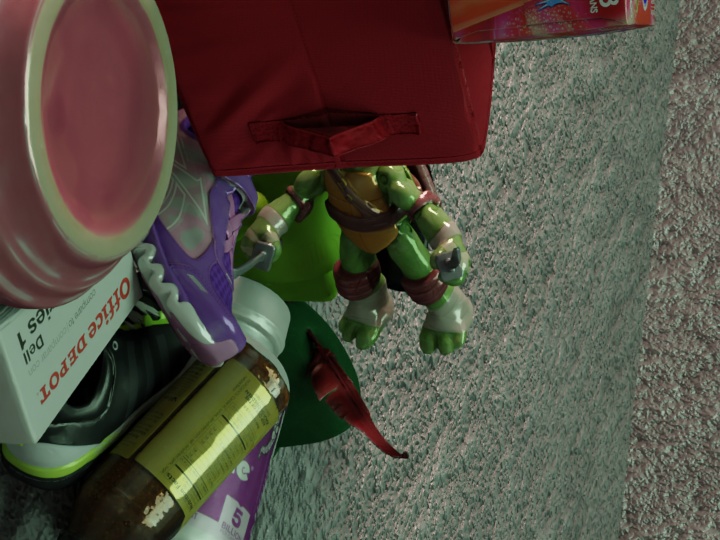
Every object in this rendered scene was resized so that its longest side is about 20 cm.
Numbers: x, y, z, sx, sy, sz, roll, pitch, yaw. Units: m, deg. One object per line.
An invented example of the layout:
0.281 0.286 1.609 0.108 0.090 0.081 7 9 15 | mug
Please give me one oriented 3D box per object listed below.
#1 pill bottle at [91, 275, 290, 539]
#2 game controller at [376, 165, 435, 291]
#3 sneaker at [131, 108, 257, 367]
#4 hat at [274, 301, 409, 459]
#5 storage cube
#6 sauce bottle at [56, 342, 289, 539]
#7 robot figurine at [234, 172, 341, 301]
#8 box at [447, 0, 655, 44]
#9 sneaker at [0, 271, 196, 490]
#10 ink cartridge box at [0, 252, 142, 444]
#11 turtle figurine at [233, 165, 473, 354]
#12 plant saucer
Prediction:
-0.110 0.105 1.103 0.112 0.112 0.201 64 34 -53 | pill bottle
-0.003 -0.047 1.306 0.042 0.200 0.105 -9 104 -28 | game controller
-0.100 -0.032 1.015 0.081 0.088 0.201 72 -7 -51 | sneaker
-0.006 0.089 1.293 0.166 0.175 0.201 67 32 -51 | hat
-0.018 -0.181 0.955 0.180 0.170 0.201 71 21 -49 | storage cube
-0.125 0.127 0.990 0.200 0.066 0.066 -46 142 -24 | sauce bottle
-0.060 -0.073 1.209 0.176 0.115 0.201 -64 150 -46 | robot figurine
0.108 -0.178 0.914 0.200 0.095 0.100 -29 115 -74 | box
-0.149 0.049 1.007 0.200 0.071 0.083 -58 163 -45 | sneaker
-0.198 -0.029 0.878 0.146 0.084 0.201 -61 147 -50 | ink cartridge box
0.000 0.000 1.114 0.194 0.143 0.201 64 5 -47 | turtle figurine
-0.145 -0.081 0.822 0.200 0.051 0.202 2 90 -69 | plant saucer
